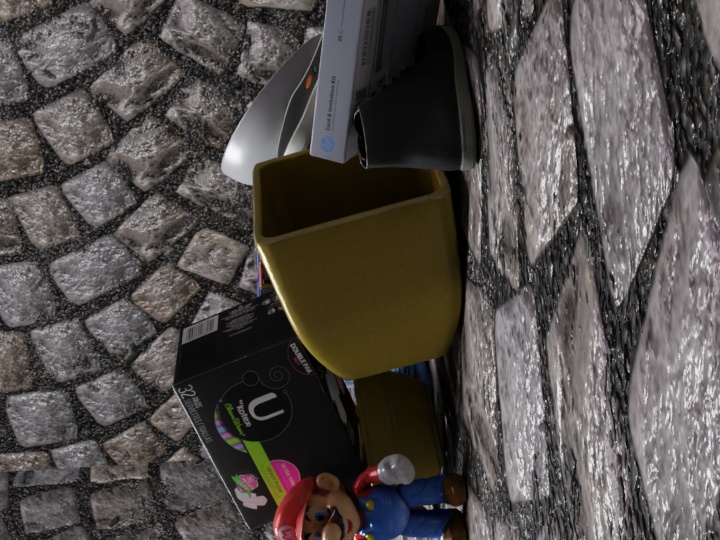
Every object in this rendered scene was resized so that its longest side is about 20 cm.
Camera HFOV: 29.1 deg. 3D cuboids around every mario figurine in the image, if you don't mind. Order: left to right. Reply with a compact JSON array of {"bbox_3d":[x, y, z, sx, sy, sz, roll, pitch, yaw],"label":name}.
[{"bbox_3d":[0.010,0.259,1.412,0.106,0.197,0.125,95,171,-70],"label":"mario figurine"}]

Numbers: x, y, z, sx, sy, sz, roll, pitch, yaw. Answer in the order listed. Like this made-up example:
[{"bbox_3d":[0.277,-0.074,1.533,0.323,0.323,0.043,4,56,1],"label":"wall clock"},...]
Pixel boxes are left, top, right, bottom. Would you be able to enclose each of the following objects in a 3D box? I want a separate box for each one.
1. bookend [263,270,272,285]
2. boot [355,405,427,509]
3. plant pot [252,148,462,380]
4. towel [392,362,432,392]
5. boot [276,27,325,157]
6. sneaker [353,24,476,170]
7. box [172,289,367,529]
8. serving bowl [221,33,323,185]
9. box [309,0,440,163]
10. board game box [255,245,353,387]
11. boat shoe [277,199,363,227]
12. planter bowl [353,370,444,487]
[{"bbox_3d":[-0.021,-0.092,1.652,0.092,0.196,0.203,-105,13,-83],"label":"bookend"},{"bbox_3d":[0.013,0.244,1.697,0.199,0.073,0.157,19,-129,-52],"label":"boot"},{"bbox_3d":[0.008,-0.008,1.421,0.196,0.192,0.202,-100,-5,-62],"label":"plant pot"},{"bbox_3d":[0.058,0.147,1.770,0.200,0.048,0.113,-103,10,-70],"label":"towel"},{"bbox_3d":[0.001,-0.169,1.491,0.201,0.143,0.073,-58,27,33],"label":"boot"},{"bbox_3d":[0.043,-0.165,1.281,0.201,0.105,0.076,-97,5,-52],"label":"sneaker"},{"bbox_3d":[-0.093,0.146,1.489,0.125,0.147,0.202,-96,-17,-63],"label":"box"},{"bbox_3d":[-0.075,-0.174,1.613,0.201,0.066,0.200,-53,-5,-6],"label":"serving bowl"},{"bbox_3d":[0.018,-0.202,1.331,0.200,0.041,0.158,-34,-44,-59],"label":"box"},{"bbox_3d":[-0.034,0.050,1.791,0.062,0.197,0.203,153,116,-80],"label":"board game box"},{"bbox_3d":[-0.010,-0.067,1.525,0.071,0.197,0.071,105,161,-55],"label":"boat shoe"},{"bbox_3d":[0.048,0.184,1.569,0.200,0.082,0.203,-11,-90,-87],"label":"planter bowl"}]
